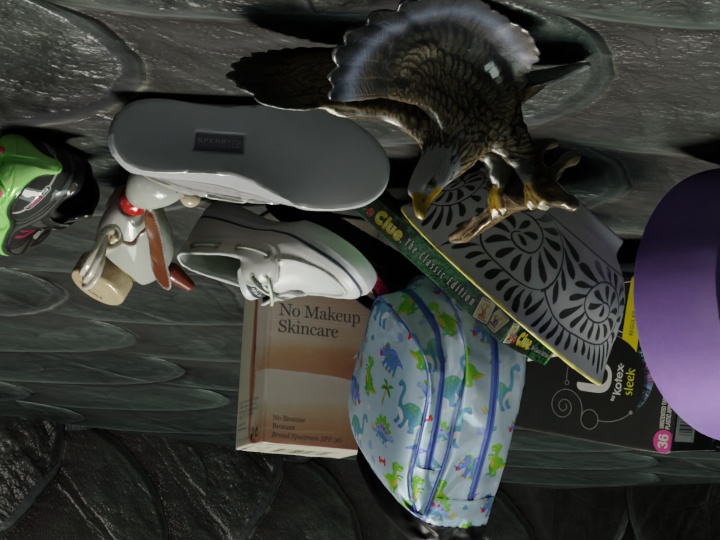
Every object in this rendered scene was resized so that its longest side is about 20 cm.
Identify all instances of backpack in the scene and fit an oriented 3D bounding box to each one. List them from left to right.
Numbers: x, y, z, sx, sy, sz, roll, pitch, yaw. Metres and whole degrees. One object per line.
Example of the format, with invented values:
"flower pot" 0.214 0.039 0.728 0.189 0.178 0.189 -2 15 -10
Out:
"backpack" 0.062 0.101 1.840 0.153 0.201 0.163 16 -155 -30

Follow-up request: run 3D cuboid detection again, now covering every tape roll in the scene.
"tape roll" 0.295 0.022 1.642 0.199 0.202 0.085 11 169 -36

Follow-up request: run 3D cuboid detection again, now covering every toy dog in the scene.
"toy dog" -0.160 -0.026 1.818 0.096 0.133 0.200 28 175 -9

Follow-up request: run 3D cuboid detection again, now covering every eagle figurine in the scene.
"eagle figurine" 0.042 -0.099 1.364 0.200 0.151 0.152 40 110 -22

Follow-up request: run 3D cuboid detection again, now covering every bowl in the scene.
"bowl" 0.134 -0.015 1.706 0.200 0.094 0.201 41 -174 -5

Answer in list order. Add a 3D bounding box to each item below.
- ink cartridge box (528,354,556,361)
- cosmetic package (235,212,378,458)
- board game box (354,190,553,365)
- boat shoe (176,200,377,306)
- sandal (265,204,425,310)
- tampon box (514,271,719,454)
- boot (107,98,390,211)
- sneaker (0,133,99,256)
"ink cartridge box" 0.135 0.015 1.900 0.066 0.117 0.200 5 171 -28
"cosmetic package" -0.045 0.057 1.971 0.102 0.202 0.087 5 170 -18
"board game box" 0.061 -0.006 1.745 0.200 0.024 0.105 43 -171 25
"boat shoe" -0.070 0.000 1.862 0.199 0.067 0.074 16 149 48
"sandal" 0.000 0.000 1.885 0.199 0.045 0.075 31 159 -21
"tampon box" 0.221 0.076 2.028 0.199 0.151 0.126 7 179 33
"boot" -0.074 -0.081 1.613 0.198 0.074 0.096 11 177 5
"sneaker" -0.247 -0.052 1.791 0.083 0.078 0.200 9 171 -7
